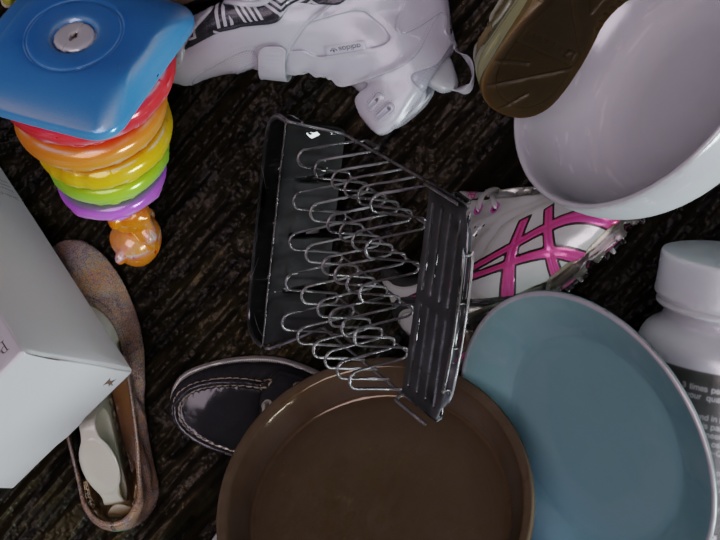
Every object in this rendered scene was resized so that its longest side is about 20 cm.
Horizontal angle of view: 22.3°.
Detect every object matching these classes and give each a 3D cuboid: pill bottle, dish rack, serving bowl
[{"bbox_3d":[0.222,0.090,1.132,0.113,0.114,0.202,7,102,8],"label":"pill bottle"},{"bbox_3d":[0.000,0.000,1.112,0.054,0.200,0.155,-5,112,-29],"label":"dish rack"},{"bbox_3d":[0.184,-0.115,1.081,0.066,0.200,0.201,28,107,-34],"label":"serving bowl"}]

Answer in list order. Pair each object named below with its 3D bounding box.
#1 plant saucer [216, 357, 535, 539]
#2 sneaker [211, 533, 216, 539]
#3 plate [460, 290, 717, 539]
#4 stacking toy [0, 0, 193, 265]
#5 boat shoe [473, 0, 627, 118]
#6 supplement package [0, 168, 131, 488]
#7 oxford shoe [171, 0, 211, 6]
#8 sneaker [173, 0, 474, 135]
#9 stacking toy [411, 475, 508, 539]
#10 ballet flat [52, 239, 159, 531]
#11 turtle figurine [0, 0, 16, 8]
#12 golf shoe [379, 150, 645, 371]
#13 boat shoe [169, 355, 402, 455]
[{"bbox_3d":[0.010,0.149,1.123,0.198,0.030,0.202,-5,61,9],"label":"plant saucer"},{"bbox_3d":[-0.017,0.234,1.214,0.199,0.087,0.076,18,101,4],"label":"sneaker"},{"bbox_3d":[0.139,0.104,1.100,0.200,0.025,0.202,27,128,40],"label":"plate"},{"bbox_3d":[-0.157,-0.075,1.145,0.109,0.116,0.201,16,145,20],"label":"stacking toy"},{"bbox_3d":[0.134,-0.183,1.078,0.073,0.063,0.201,22,118,-24],"label":"boat shoe"},{"bbox_3d":[-0.263,0.022,1.160,0.121,0.120,0.200,-43,66,14],"label":"supplement package"},{"bbox_3d":[-0.111,-0.200,1.157,0.199,0.071,0.072,-16,94,13],"label":"oxford shoe"},{"bbox_3d":[-0.027,-0.131,1.151,0.199,0.075,0.116,-22,94,10],"label":"sneaker"},{"bbox_3d":[0.016,0.227,1.146,0.199,0.116,0.110,-32,73,-21],"label":"stacking toy"},{"bbox_3d":[-0.175,0.080,1.220,0.068,0.067,0.202,-13,98,11],"label":"ballet flat"},{"bbox_3d":[-0.232,-0.235,1.170,0.161,0.064,0.200,-45,77,4],"label":"turtle figurine"},{"bbox_3d":[0.102,-0.021,1.153,0.200,0.073,0.092,-37,91,14],"label":"golf shoe"},{"bbox_3d":[-0.035,0.107,1.205,0.198,0.060,0.074,14,103,7],"label":"boat shoe"}]
